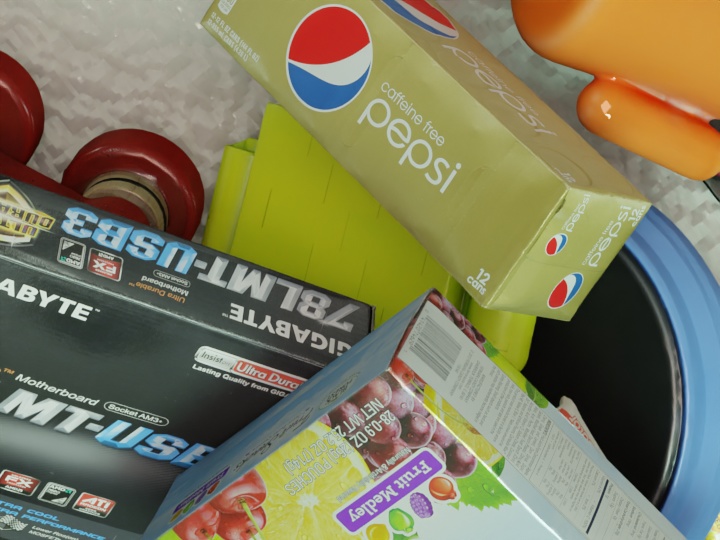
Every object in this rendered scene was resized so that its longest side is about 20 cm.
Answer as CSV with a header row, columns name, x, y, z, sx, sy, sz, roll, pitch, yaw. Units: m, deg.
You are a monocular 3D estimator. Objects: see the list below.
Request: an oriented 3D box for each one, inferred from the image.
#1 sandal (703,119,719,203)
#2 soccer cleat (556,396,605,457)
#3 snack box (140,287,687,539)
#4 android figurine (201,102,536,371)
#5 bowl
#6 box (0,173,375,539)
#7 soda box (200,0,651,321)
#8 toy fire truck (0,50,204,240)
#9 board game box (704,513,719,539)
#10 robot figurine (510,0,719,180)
name,x,y,z,sx,sy,sz,roll,pitch,yaw
sandal,0.171,-0.075,1.367,0.200,0.045,0.075,39,90,-4
soccer cleat,0.023,0.106,1.280,0.200,0.069,0.085,-14,103,33
snack box,0.035,0.130,1.206,0.200,0.068,0.169,43,127,-11
android figurine,0.000,0.000,1.322,0.182,0.041,0.200,15,95,36
bowl,0.074,0.056,1.316,0.200,0.039,0.201,0,90,37
box,-0.123,0.053,1.267,0.200,0.199,0.050,19,50,-18
soda box,0.025,-0.066,1.245,0.200,0.068,0.064,45,111,31
toy fire truck,-0.168,0.008,1.340,0.200,0.112,0.168,28,118,-5
board game box,0.242,0.082,1.350,0.200,0.105,0.103,-24,95,0
robot figurine,0.145,-0.130,1.283,0.200,0.144,0.117,18,137,-22
